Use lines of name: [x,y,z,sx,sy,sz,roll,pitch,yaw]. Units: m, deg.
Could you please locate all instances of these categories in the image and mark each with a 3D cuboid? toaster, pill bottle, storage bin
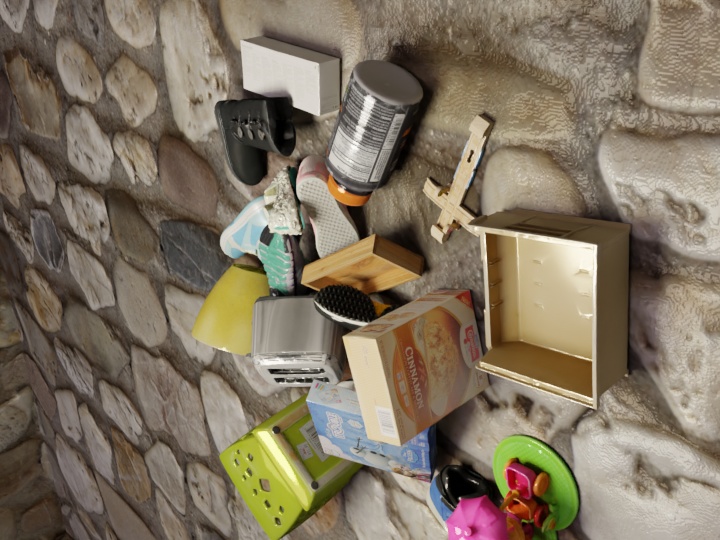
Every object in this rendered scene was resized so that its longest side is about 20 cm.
toaster: [-0.095,0.118,1.257,0.197,0.131,0.114,-2,149,11]
pill bottle: [0.010,-0.190,1.077,0.106,0.105,0.201,47,137,23]
storage bin: [0.231,0.037,0.937,0.197,0.093,0.203,14,118,45]

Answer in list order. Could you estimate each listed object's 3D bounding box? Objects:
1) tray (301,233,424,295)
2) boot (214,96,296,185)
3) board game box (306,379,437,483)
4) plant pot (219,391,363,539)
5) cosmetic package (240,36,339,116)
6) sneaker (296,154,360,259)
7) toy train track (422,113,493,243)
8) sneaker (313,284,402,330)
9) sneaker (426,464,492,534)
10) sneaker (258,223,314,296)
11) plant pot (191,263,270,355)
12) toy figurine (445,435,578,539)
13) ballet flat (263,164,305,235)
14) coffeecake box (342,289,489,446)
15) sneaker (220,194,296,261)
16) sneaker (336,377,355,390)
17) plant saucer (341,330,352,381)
tray: [0.000,0.000,1.186,0.199,0.098,0.038,-23,51,51]
boot: [-0.166,-0.215,1.273,0.199,0.065,0.167,13,132,50]
board game box: [0.023,0.262,1.201,0.196,0.044,0.201,13,146,17]
plant pot: [-0.116,0.352,1.404,0.201,0.198,0.182,53,137,11]
cosmetic package: [-0.114,-0.317,1.203,0.199,0.050,0.084,29,132,38]
sneaker: [-0.051,-0.100,1.227,0.105,0.074,0.202,-96,-13,-51]
toy train track: [0.132,-0.119,1.026,0.115,0.032,0.202,43,134,28]
sneaker: [0.014,0.092,1.193,0.197,0.070,0.091,16,132,13]
sneaker: [0.185,0.397,1.173,0.201,0.076,0.112,52,148,29]
sneaker: [-0.121,-0.019,1.299,0.074,0.087,0.202,30,141,27]
plant pot: [-0.206,0.069,1.409,0.199,0.198,0.144,19,97,43]
toy figurine: [0.197,0.366,1.060,0.149,0.183,0.203,18,121,43]
ballet flat: [-0.129,-0.117,1.220,0.201,0.071,0.073,-102,12,-62]
coffeecake box: [0.085,0.131,1.067,0.073,0.199,0.156,-1,107,49]
sneaker: [-0.190,-0.041,1.402,0.132,0.079,0.200,61,142,10]
sneaker: [0.017,0.175,1.192,0.197,0.080,0.130,-1,141,34]
plant saucer: [-0.011,0.207,1.347,0.199,0.034,0.203,26,126,40]
